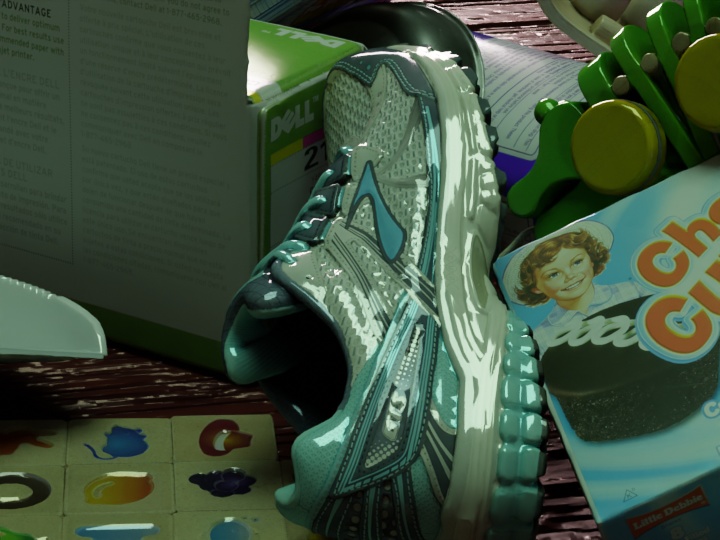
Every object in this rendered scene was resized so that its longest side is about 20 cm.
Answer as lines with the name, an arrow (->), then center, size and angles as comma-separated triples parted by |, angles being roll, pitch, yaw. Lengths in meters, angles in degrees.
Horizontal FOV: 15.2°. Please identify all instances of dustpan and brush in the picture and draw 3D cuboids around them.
dustpan and brush -> -0.188, 0.000, 0.893 | 0.139, 0.058, 0.199 | 6, -7, -37

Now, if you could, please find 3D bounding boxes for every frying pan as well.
frying pan -> -0.002, -0.024, 0.980 | 0.115, 0.031, 0.191 | -27, 47, 25

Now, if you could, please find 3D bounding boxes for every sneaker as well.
sneaker -> 0.000, 0.000, 0.821 | 0.086, 0.078, 0.201 | 1, 43, -13

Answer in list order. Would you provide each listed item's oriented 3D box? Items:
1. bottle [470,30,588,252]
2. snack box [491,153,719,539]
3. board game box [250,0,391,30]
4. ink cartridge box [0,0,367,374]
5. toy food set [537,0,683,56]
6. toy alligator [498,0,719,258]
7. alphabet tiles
bottle -> 0.084, -0.038, 1.005 | 0.199, 0.066, 0.083 | 19, 41, 36
snack box -> 0.148, 0.003, 0.802 | 0.199, 0.037, 0.116 | -26, 43, 5
board game box -> -0.034, -0.118, 1.063 | 0.199, 0.062, 0.200 | -31, -3, 36
ink cartridge box -> -0.075, -0.081, 0.926 | 0.147, 0.201, 0.076 | 15, 25, 29
toy food set -> 0.154, -0.102, 1.083 | 0.199, 0.061, 0.144 | 34, 21, -9
toy alligator -> 0.084, -0.046, 0.872 | 0.200, 0.055, 0.059 | -32, -16, 30
alphabet tiles -> -0.087, 0.081, 0.788 | 0.199, 0.006, 0.167 | -1, 22, -5
